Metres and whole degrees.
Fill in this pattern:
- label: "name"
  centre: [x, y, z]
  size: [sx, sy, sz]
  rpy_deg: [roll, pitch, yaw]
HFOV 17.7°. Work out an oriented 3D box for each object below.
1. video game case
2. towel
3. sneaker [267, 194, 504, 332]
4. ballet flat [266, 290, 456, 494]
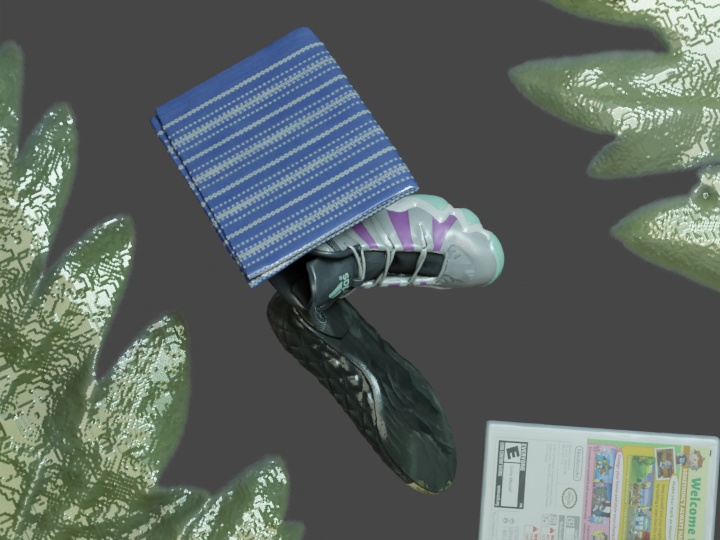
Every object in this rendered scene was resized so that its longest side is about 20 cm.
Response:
- label: "video game case"
  centre: [0.179, 0.221, 1.772]
  size: [0.181, 0.022, 0.201]
  rpy_deg: [4, 90, -1]
- label: "towel"
  centre: [-0.059, -0.087, 1.706]
  size: [0.144, 0.024, 0.200]
  rpy_deg: [-30, 51, -3]
- label: "sneaker"
  centre: [0.000, 0.000, 1.704]
  size: [0.199, 0.140, 0.078]
  rpy_deg: [15, 130, 5]
- label: "ballet flat"
  centre: [0.005, 0.087, 1.761]
  size: [0.066, 0.057, 0.200]
  rpy_deg: [-41, 97, -28]
